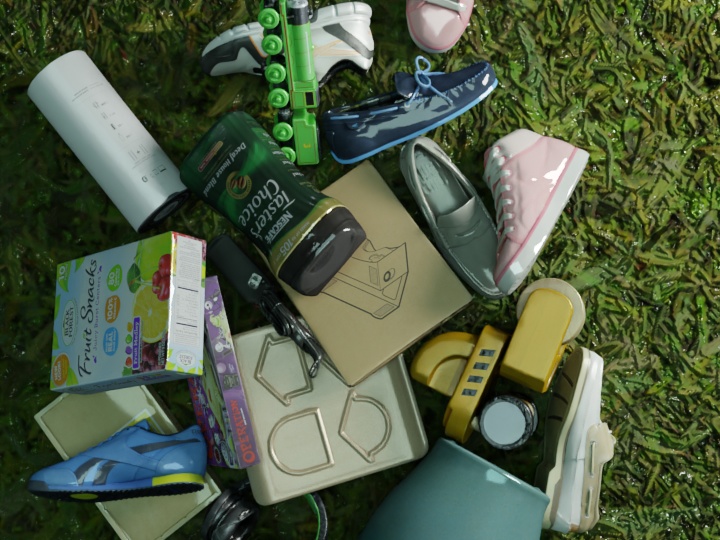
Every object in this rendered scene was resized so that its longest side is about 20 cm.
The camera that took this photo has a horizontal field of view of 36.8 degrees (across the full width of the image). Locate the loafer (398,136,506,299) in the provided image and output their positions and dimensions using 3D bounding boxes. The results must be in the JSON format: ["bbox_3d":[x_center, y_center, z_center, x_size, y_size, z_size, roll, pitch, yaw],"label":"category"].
[{"bbox_3d":[0.105,-0.056,1.182,0.070,0.070,0.201,-35,88,2],"label":"loafer"}]

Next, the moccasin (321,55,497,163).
[{"bbox_3d":[0.051,-0.184,1.176,0.199,0.081,0.069,-26,109,1],"label":"moccasin"}]

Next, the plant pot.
[{"bbox_3d":[0.097,0.286,1.127,0.199,0.200,0.189,28,84,2],"label":"plant pot"}]

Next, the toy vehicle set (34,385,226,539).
[{"bbox_3d":[-0.259,0.205,1.218,0.124,0.027,0.201,-36,88,2],"label":"toy vehicle set"}]

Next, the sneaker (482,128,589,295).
[{"bbox_3d":[0.162,-0.071,1.157,0.104,0.076,0.201,28,62,7],"label":"sneaker"}]

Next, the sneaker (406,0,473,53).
[{"bbox_3d":[0.099,-0.340,1.161,0.075,0.105,0.202,17,92,1],"label":"sneaker"}]

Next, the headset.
[{"bbox_3d":[-0.130,0.292,1.163,0.199,0.094,0.124,-29,62,-12],"label":"headset"}]

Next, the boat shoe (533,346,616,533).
[{"bbox_3d":[0.239,0.186,1.179,0.068,0.075,0.202,12,95,-6],"label":"boat shoe"}]

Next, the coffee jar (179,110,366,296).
[{"bbox_3d":[-0.092,-0.069,1.147,0.200,0.085,0.104,43,98,13],"label":"coffee jar"}]

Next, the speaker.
[{"bbox_3d":[-0.276,-0.143,1.195,0.081,0.081,0.200,-40,88,2],"label":"speaker"}]

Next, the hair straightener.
[{"bbox_3d":[-0.105,0.035,1.154,0.041,0.077,0.200,-39,65,2],"label":"hair straightener"}]

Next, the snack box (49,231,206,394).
[{"bbox_3d":[-0.247,0.049,1.140,0.199,0.053,0.144,-12,71,39],"label":"snack box"}]

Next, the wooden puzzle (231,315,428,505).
[{"bbox_3d":[-0.043,0.141,1.189,0.198,0.046,0.187,-17,81,0],"label":"wooden puzzle"}]

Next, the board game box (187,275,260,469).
[{"bbox_3d":[-0.161,0.112,1.171,0.032,0.120,0.202,-13,89,-22],"label":"board game box"}]

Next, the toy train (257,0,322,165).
[{"bbox_3d":[-0.072,-0.201,1.160,0.056,0.042,0.202,-3,125,1],"label":"toy train"}]

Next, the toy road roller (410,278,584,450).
[{"bbox_3d":[0.143,0.089,1.158,0.145,0.123,0.202,25,91,14],"label":"toy road roller"}]

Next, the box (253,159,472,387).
[{"bbox_3d":[0.000,0.000,1.180,0.163,0.021,0.201,-34,73,-4],"label":"box"}]

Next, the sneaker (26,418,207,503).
[{"bbox_3d":[-0.263,0.208,1.179,0.198,0.066,0.079,-7,69,5],"label":"sneaker"}]

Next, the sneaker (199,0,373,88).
[{"bbox_3d":[-0.079,-0.237,1.191,0.198,0.074,0.081,-12,91,3],"label":"sneaker"}]
